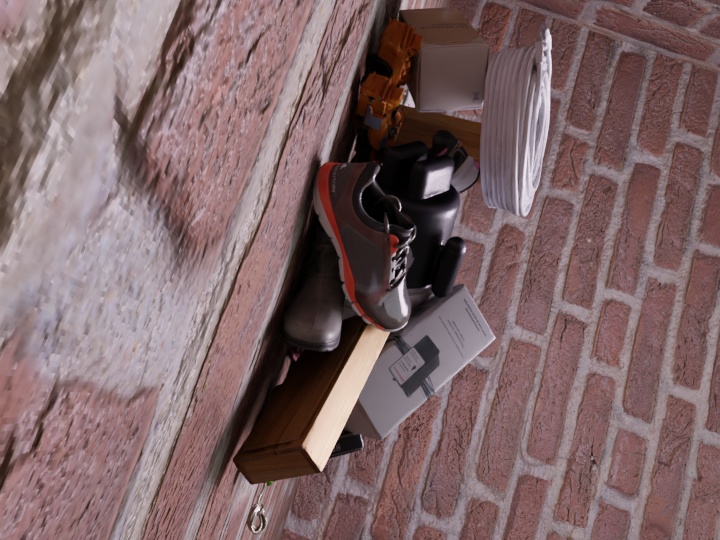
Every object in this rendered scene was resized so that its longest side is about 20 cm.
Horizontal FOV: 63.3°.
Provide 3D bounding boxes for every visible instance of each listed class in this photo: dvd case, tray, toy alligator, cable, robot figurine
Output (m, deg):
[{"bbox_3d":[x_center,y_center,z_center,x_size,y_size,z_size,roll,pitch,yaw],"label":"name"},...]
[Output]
[{"bbox_3d":[-0.068,0.250,0.830,0.200,0.145,0.026,95,-20,-79],"label":"dvd case"},{"bbox_3d":[-0.045,0.125,0.615,0.097,0.038,0.201,-23,-159,34],"label":"tray"},{"bbox_3d":[-0.106,0.209,0.696,0.053,0.059,0.204,-19,-142,38],"label":"toy alligator"},{"bbox_3d":[0.198,-0.177,0.749,0.200,0.067,0.207,42,59,-65],"label":"cable"},{"bbox_3d":[0.104,-0.194,0.867,0.038,0.193,0.100,95,12,-49],"label":"tray"},{"bbox_3d":[0.050,-0.048,0.715,0.152,0.120,0.205,-104,-157,-55],"label":"robot figurine"},{"bbox_3d":[0.028,-0.202,0.730,0.201,0.057,0.149,98,12,-75],"label":"robot figurine"}]

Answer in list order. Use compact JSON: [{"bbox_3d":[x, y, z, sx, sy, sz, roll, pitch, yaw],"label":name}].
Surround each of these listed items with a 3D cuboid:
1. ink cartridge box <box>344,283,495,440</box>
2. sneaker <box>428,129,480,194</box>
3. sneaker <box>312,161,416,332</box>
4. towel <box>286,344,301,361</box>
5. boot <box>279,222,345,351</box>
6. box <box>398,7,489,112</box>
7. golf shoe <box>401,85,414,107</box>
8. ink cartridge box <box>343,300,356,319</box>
[{"bbox_3d":[0.051,0.115,0.742,0.198,0.084,0.146,-35,-177,-21],"label":"ink cartridge box"},{"bbox_3d":[0.064,-0.123,0.793,0.197,0.087,0.081,-29,-165,31],"label":"sneaker"},{"bbox_3d":[0.022,-0.018,0.593,0.203,0.080,0.078,63,36,-31],"label":"sneaker"},{"bbox_3d":[-0.067,0.059,0.840,0.200,0.022,0.149,97,9,-75],"label":"towel"},{"bbox_3d":[-0.041,-0.011,0.638,0.201,0.065,0.135,-80,180,-67],"label":"boot"},{"bbox_3d":[0.105,-0.289,0.787,0.203,0.091,0.080,-99,-174,-54],"label":"box"},{"bbox_3d":[0.084,-0.321,1.036,0.200,0.070,0.095,68,41,-87],"label":"golf shoe"},{"bbox_3d":[-0.029,0.120,0.946,0.200,0.081,0.150,-135,-116,-84],"label":"ink cartridge box"}]
